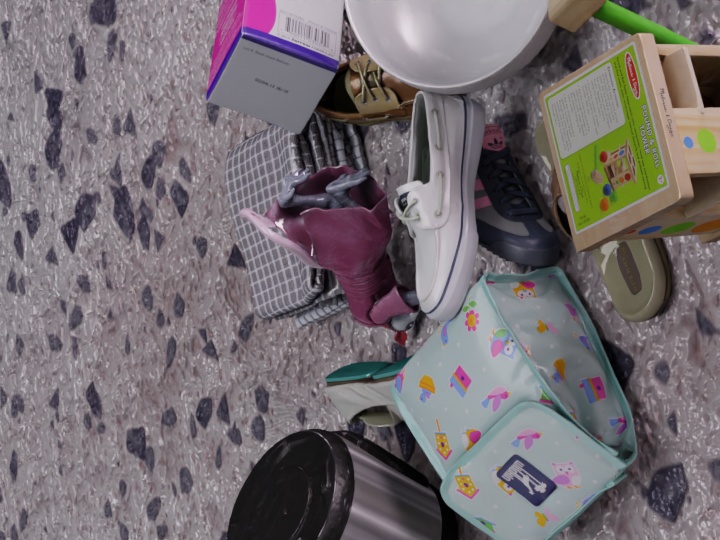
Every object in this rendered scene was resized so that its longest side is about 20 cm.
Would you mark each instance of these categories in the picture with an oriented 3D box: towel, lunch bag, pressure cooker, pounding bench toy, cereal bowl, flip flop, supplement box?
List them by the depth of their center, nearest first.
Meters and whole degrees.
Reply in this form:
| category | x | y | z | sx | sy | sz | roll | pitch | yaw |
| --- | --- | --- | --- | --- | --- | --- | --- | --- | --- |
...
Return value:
| category | x | y | z | sx | sy | sz | roll | pitch | yaw |
| --- | --- | --- | --- | --- | --- | --- | --- | --- | --- |
| pounding bench toy | 0.234 | -0.131 | 1.463 | 0.124 | 0.155 | 0.202 | -30 | 69 | 54 |
| flip flop | 0.193 | -0.048 | 1.621 | 0.081 | 0.057 | 0.201 | -46 | 57 | 48 |
| lunch bag | 0.138 | 0.126 | 1.668 | 0.171 | 0.121 | 0.201 | -50 | 57 | 40 |
| cereal bowl | 0.089 | -0.247 | 1.684 | 0.198 | 0.083 | 0.202 | -3 | 83 | 24 |
| pressure cooker | -0.006 | 0.260 | 1.843 | 0.179 | 0.199 | 0.177 | -45 | 34 | 23 |
| supplement box | -0.079 | -0.247 | 1.898 | 0.104 | 0.100 | 0.201 | 125 | 158 | -45 |
| towel | -0.063 | -0.051 | 1.979 | 0.165 | 0.085 | 0.202 | -23 | 75 | 55 |

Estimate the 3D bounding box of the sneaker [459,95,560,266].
| category | x | y | z | sx | sy | sz | roll | pitch | yaw |
| --- | --- | --- | --- | --- | --- | --- | --- | --- | --- |
| sneaker | 0.113 | -0.080 | 1.726 | 0.200 | 0.070 | 0.083 | 46 | 131 | 41 |

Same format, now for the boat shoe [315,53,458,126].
| category | x | y | z | sx | sy | sz | roll | pitch | yaw |
| --- | --- | --- | --- | --- | --- | --- | --- | --- | --- |
| boat shoe | 0.021 | -0.173 | 1.849 | 0.199 | 0.073 | 0.076 | -15 | 82 | 56 |

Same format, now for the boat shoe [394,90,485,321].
| category | x | y | z | sx | sy | sz | roll | pitch | yaw |
| --- | --- | --- | --- | --- | --- | --- | --- | --- | --- |
| boat shoe | 0.059 | -0.058 | 1.679 | 0.073 | 0.066 | 0.202 | -31 | 49 | 59 |

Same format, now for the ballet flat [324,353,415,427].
| category | x | y | z | sx | sy | sz | roll | pitch | yaw |
| --- | --- | --- | --- | --- | --- | --- | --- | --- | --- |
| ballet flat | 0.033 | 0.117 | 1.885 | 0.200 | 0.069 | 0.070 | -16 | 81 | 60 |

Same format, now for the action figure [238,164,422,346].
| category | x | y | z | sx | sy | sz | roll | pitch | yaw |
| --- | --- | --- | --- | --- | --- | --- | --- | --- | --- |
| action figure | 0.000 | 0.000 | 1.836 | 0.134 | 0.148 | 0.201 | 42 | 160 | 56 |
